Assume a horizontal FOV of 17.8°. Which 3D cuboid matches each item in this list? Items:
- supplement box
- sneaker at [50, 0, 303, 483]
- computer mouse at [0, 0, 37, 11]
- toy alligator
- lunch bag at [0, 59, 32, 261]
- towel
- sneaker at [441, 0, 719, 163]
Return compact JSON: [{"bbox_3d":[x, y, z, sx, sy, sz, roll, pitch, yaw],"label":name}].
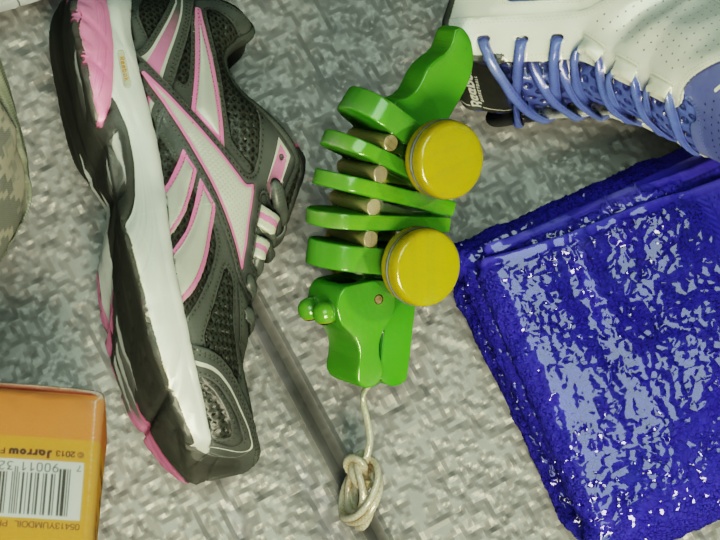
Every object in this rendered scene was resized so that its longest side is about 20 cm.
[{"bbox_3d":[-0.132,0.145,0.845,0.068,0.067,0.201,5,65,-4],"label":"supplement box"},{"bbox_3d":[-0.059,-0.022,0.899,0.086,0.080,0.201,-9,81,-17],"label":"sneaker"},{"bbox_3d":[-0.170,-0.130,0.944,0.199,0.044,0.110,-15,65,-4],"label":"computer mouse"},{"bbox_3d":[0.000,0.000,0.888,0.054,0.059,0.201,12,92,-30],"label":"toy alligator"},{"bbox_3d":[-0.211,-0.006,0.812,0.139,0.168,0.200,27,48,6],"label":"lunch bag"},{"bbox_3d":[0.150,0.014,0.921,0.199,0.050,0.148,-24,77,-9],"label":"towel"},{"bbox_3d":[0.100,-0.083,0.920,0.115,0.081,0.200,-33,52,1],"label":"sneaker"}]
